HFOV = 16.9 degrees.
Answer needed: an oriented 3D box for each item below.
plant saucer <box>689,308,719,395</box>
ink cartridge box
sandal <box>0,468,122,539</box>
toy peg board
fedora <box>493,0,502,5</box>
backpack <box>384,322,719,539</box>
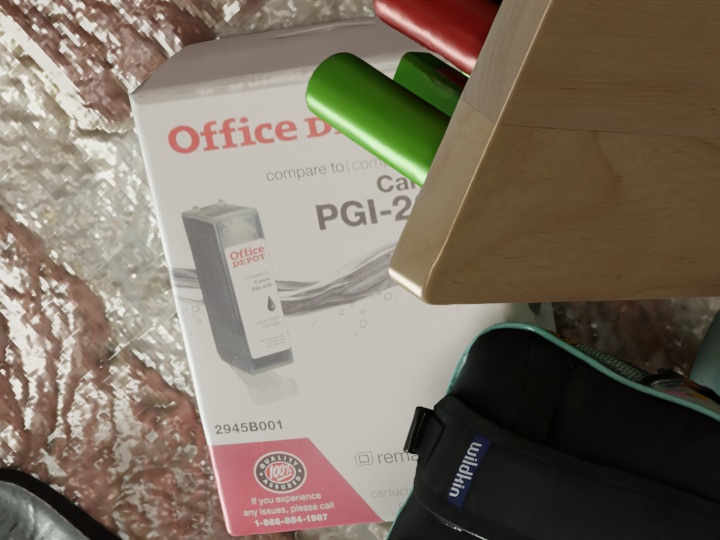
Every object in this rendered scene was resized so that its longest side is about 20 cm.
[{"bbox_3d":[0.202,0.073,0.954,0.201,0.039,0.201,-2,87,41],"label":"plant saucer"},{"bbox_3d":[0.000,0.000,1.008,0.146,0.085,0.200,-7,105,15],"label":"ink cartridge box"},{"bbox_3d":[-0.107,0.165,1.108,0.200,0.048,0.075,28,112,3],"label":"sandal"},{"bbox_3d":[0.086,-0.099,0.851,0.098,0.200,0.199,35,112,33],"label":"toy peg board"},{"bbox_3d":[0.079,-0.177,0.901,0.201,0.201,0.092,-51,61,22],"label":"fedora"},{"bbox_3d":[0.102,0.129,0.884,0.153,0.200,0.176,33,82,-26],"label":"backpack"}]
